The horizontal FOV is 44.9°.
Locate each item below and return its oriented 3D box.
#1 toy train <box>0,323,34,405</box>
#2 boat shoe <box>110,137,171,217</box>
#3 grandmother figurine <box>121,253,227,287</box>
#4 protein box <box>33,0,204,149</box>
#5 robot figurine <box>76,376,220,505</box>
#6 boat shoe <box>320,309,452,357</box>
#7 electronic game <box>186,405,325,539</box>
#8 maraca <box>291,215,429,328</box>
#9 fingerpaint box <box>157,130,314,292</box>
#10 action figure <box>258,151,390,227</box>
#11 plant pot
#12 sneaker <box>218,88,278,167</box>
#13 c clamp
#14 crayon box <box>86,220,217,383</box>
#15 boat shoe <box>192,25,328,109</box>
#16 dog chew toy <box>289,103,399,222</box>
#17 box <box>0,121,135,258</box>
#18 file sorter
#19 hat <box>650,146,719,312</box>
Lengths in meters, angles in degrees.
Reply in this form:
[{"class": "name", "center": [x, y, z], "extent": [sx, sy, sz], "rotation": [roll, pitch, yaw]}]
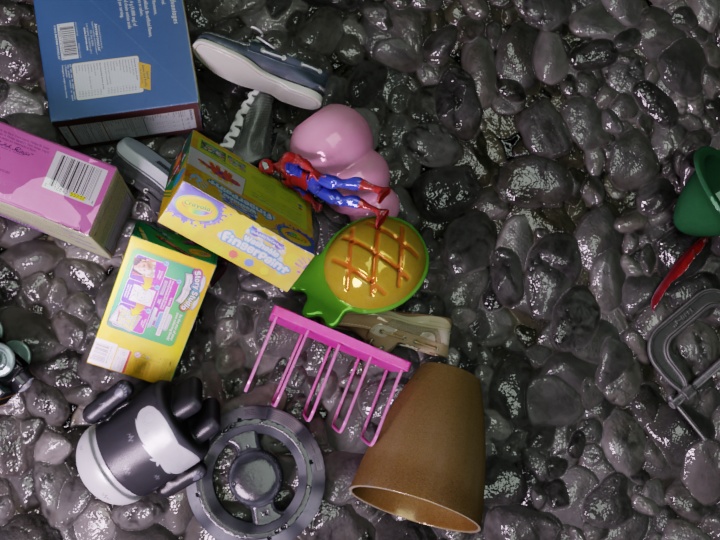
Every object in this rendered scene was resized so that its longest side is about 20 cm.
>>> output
[{"class": "toy train", "center": [-0.542, 0.110, 1.184], "extent": [0.200, 0.085, 0.114], "rotation": [42, 89, -1]}, {"class": "boat shoe", "center": [-0.281, -0.108, 1.251], "extent": [0.200, 0.070, 0.066], "rotation": [38, 108, 4]}, {"class": "grandmother figurine", "center": [-0.238, -0.020, 1.256], "extent": [0.198, 0.061, 0.122], "rotation": [-13, 78, -12]}, {"class": "protein box", "center": [-0.338, -0.298, 1.237], "extent": [0.198, 0.135, 0.200], "rotation": [-9, 84, -9]}, {"class": "robot figurine", "center": [-0.284, 0.226, 1.171], "extent": [0.199, 0.125, 0.151], "rotation": [-34, 75, 5]}, {"class": "boat shoe", "center": [0.036, 0.090, 1.271], "extent": [0.198, 0.071, 0.065], "rotation": [7, 83, -7]}, {"class": "electronic game", "center": [-0.148, 0.292, 1.232], "extent": [0.198, 0.042, 0.202], "rotation": [0, 82, 1]}, {"class": "maraca", "center": [0.000, 0.000, 1.216], "extent": [0.199, 0.107, 0.138], "rotation": [-25, 72, -7]}, {"class": "fingerpaint box", "center": [-0.166, -0.082, 1.189], "extent": [0.199, 0.167, 0.073], "rotation": [29, 114, -22]}, {"class": "action figure", "center": [-0.056, -0.118, 1.208], "extent": [0.199, 0.066, 0.052], "rotation": [23, 49, 22]}, {"class": "plant pot", "center": [0.102, 0.239, 1.220], "extent": [0.185, 0.186, 0.201], "rotation": [21, 67, -5]}, {"class": "sneaker", "center": [-0.152, -0.201, 1.290], "extent": [0.090, 0.066, 0.201], "rotation": [30, 80, -10]}, {"class": "c clamp", "center": [0.538, 0.134, 1.364], "extent": [0.200, 0.027, 0.171], "rotation": [-43, 85, -10]}, {"class": "crayon box", "center": [-0.283, 0.049, 1.188], "extent": [0.118, 0.058, 0.201], "rotation": [20, 107, -15]}, {"class": "boat shoe", "center": [-0.137, -0.293, 1.230], "extent": [0.199, 0.075, 0.062], "rotation": [19, 74, -17]}, {"class": "dog chew toy", "center": [-0.015, -0.140, 1.275], "extent": [0.124, 0.124, 0.201], "rotation": [-35, 96, -11]}, {"class": "box", "center": [-0.411, -0.104, 1.168], "extent": [0.175, 0.200, 0.097], "rotation": [21, 80, -4]}, {"class": "file sorter", "center": [-0.054, 0.149, 1.217], "extent": [0.199, 0.139, 0.126], "rotation": [23, 81, -5]}, {"class": "hat", "center": [0.518, -0.078, 1.392], "extent": [0.166, 0.176, 0.200], "rotation": [53, 41, 3]}]
